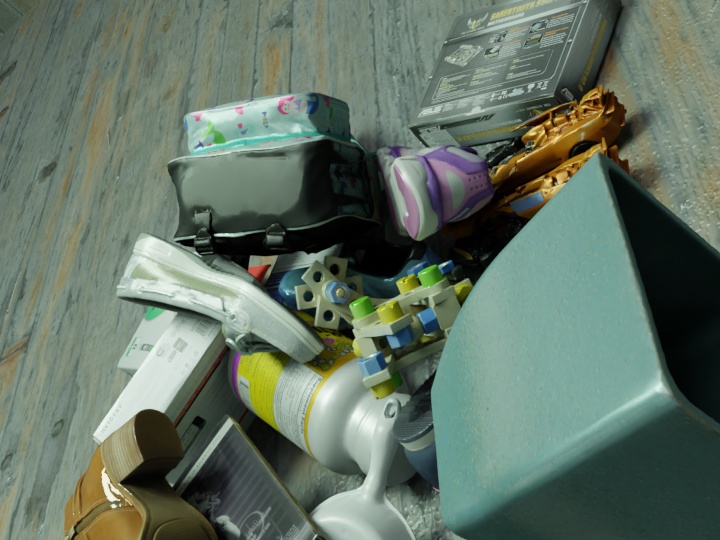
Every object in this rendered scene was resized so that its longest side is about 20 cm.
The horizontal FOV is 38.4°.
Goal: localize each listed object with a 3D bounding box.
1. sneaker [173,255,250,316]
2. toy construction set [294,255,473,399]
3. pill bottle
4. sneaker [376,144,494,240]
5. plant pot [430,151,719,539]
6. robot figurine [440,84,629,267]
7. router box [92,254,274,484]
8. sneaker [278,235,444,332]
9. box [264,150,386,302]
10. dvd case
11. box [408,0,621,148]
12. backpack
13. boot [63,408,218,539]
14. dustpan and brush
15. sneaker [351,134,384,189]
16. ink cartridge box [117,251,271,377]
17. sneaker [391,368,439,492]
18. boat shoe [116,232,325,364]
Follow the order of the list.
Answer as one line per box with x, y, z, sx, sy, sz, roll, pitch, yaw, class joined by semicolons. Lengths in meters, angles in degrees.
-0.130;-0.003;1.089;0.099;0.070;0.203;42;115;44;sneaker
0.025;0.038;0.850;0.130;0.093;0.200;-28;21;-15;toy construction set
-0.026;0.110;0.907;0.199;0.104;0.105;27;78;45;pill bottle
0.067;-0.077;0.916;0.087;0.082;0.200;-19;11;-4;sneaker
0.152;0.093;0.657;0.199;0.195;0.198;-39;34;30;plant pot
0.149;-0.084;0.942;0.198;0.058;0.147;-25;40;32;robot figurine
-0.146;0.108;0.999;0.048;0.180;0.202;29;79;22;router box
0.000;0.000;0.983;0.197;0.090;0.079;-6;42;34;sneaker
-0.037;-0.037;1.141;0.120;0.032;0.203;-8;53;46;box
-0.114;0.221;0.828;0.150;0.016;0.200;-54;34;-1;dvd case
0.156;-0.210;1.067;0.198;0.048;0.160;-5;53;47;box
-0.069;-0.083;0.968;0.174;0.199;0.154;-5;84;23;backpack
-0.184;0.233;0.835;0.155;0.073;0.202;-46;46;35;boot
0.000;0.199;0.789;0.137;0.057;0.204;12;96;27;dustpan and brush
-0.062;-0.103;1.135;0.140;0.078;0.200;-45;34;5;sneaker
-0.198;0.054;1.203;0.199;0.050;0.163;-9;50;60;ink cartridge box
0.109;0.096;0.818;0.199;0.083;0.070;-41;16;-27;sneaker
-0.121;0.034;0.887;0.200;0.074;0.066;26;84;18;boat shoe
